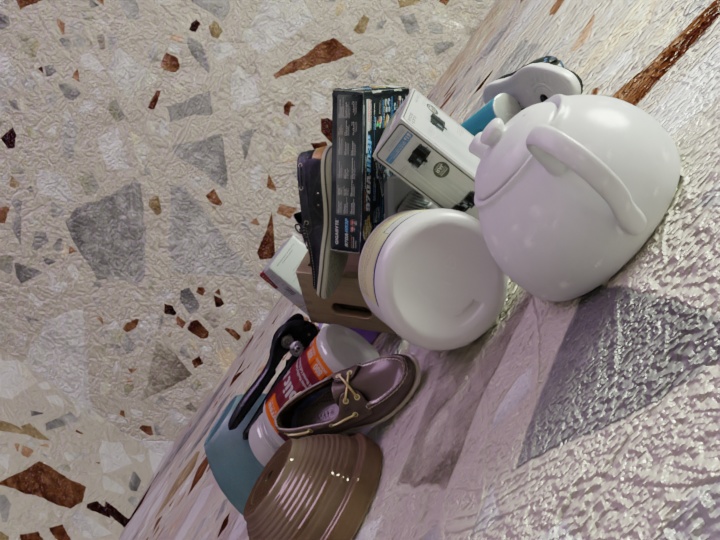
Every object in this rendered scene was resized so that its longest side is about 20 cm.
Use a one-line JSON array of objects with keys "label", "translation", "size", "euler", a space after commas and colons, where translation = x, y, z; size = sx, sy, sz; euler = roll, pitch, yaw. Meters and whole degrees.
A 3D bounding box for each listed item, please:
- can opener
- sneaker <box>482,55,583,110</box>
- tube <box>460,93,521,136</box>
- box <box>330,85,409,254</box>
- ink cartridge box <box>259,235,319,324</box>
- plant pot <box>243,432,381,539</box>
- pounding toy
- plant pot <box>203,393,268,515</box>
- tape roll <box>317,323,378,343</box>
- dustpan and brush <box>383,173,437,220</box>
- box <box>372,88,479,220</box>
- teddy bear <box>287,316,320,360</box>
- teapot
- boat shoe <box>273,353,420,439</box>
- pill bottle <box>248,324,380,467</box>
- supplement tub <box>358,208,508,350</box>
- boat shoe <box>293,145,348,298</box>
[{"label": "can opener", "translation": [-0.127, 0.159, 1.078], "size": [0.203, 0.063, 0.079], "euler": [-62, -1, -4]}, {"label": "sneaker", "translation": [0.275, -0.283, 1.066], "size": [0.111, 0.074, 0.199], "euler": [-32, 20, -19]}, {"label": "tube", "translation": [0.174, -0.210, 1.137], "size": [0.200, 0.076, 0.051], "euler": [149, 130, -64]}, {"label": "box", "translation": [0.015, -0.137, 0.961], "size": [0.159, 0.045, 0.204], "euler": [-31, -55, -61]}, {"label": "ink cartridge box", "translation": [-0.091, 0.035, 1.431], "size": [0.083, 0.199, 0.146], "euler": [-53, 9, -14]}, {"label": "plant pot", "translation": [-0.069, 0.259, 0.825], "size": [0.202, 0.092, 0.201], "euler": [-54, 8, 10]}, {"label": "pounding toy", "translation": [0.000, 0.000, 1.112], "size": [0.185, 0.196, 0.144], "euler": [-62, -31, -42]}, {"label": "plant pot", "translation": [-0.169, 0.275, 1.160], "size": [0.201, 0.134, 0.200], "euler": [-53, 8, 11]}, {"label": "tape roll", "translation": [-0.011, 0.080, 1.268], "size": [0.201, 0.065, 0.200], "euler": [-54, 8, 11]}, {"label": "dustpan and brush", "translation": [0.109, -0.104, 0.996], "size": [0.200, 0.056, 0.142], "euler": [-45, -37, -40]}, {"label": "box", "translation": [0.117, -0.122, 0.887], "size": [0.060, 0.198, 0.117], "euler": [-49, 12, 32]}, {"label": "teddy bear", "translation": [-0.079, 0.142, 1.150], "size": [0.199, 0.066, 0.148], "euler": [31, 126, 53]}, {"label": "teapot", "translation": [0.168, -0.081, 0.640], "size": [0.200, 0.145, 0.199], "euler": [-43, 15, 50]}, {"label": "boat shoe", "translation": [-0.018, 0.153, 0.873], "size": [0.198, 0.059, 0.073], "euler": [-31, 55, 27]}, {"label": "pill bottle", "translation": [-0.064, 0.182, 1.004], "size": [0.201, 0.113, 0.115], "euler": [-51, 9, 21]}, {"label": "supplement tub", "translation": [0.073, 0.004, 0.834], "size": [0.146, 0.144, 0.200], "euler": [-54, 9, -1]}, {"label": "boat shoe", "translation": [-0.053, -0.063, 0.961], "size": [0.074, 0.061, 0.204], "euler": [-36, -51, -62]}]
